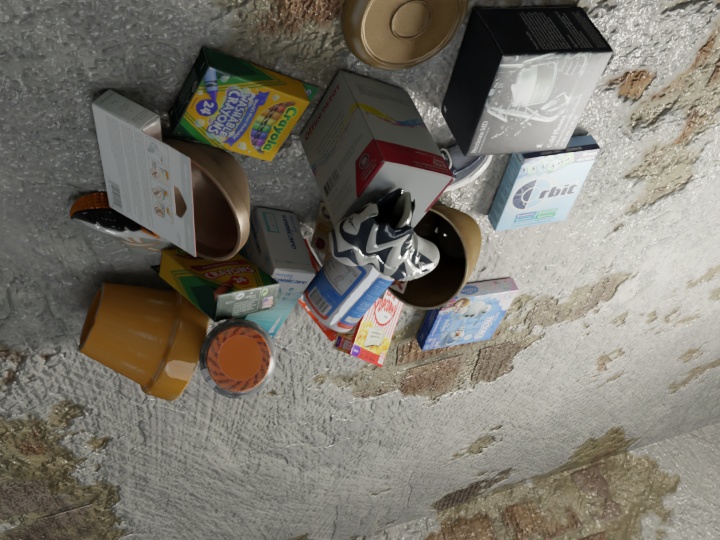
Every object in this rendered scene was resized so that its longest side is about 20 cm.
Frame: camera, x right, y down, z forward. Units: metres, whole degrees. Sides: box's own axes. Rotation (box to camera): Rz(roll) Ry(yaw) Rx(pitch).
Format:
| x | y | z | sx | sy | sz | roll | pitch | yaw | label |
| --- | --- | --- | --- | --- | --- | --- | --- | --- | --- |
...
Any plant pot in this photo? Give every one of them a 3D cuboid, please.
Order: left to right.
| x | y | z | sx | sy | sz | roll | pitch | yaw | label |
| --- | --- | --- | --- | --- | --- | --- | --- | --- | --- |
| -0.392 | 0.110 | 1.354 | 0.181 | 0.202 | 0.201 | 22 | 128 | -25 | plant pot |
| -0.235 | -0.122 | 1.160 | 0.093 | 0.199 | 0.202 | -48 | 163 | -38 | plant pot |
| 0.070 | -0.367 | 1.095 | 0.197 | 0.028 | 0.201 | -14 | 145 | -10 | plant pot |
| 0.151 | -0.047 | 1.430 | 0.187 | 0.187 | 0.199 | -47 | 170 | 32 | plant pot |

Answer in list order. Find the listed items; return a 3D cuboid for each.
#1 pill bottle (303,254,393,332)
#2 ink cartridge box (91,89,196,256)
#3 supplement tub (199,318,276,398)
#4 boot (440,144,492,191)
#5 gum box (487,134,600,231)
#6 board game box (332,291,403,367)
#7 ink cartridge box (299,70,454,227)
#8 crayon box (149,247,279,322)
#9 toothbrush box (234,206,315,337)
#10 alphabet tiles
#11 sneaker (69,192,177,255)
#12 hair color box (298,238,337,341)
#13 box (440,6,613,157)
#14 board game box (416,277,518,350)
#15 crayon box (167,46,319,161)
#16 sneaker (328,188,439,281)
| x | y | z | sx | sy | sz | roll | pitch | yaw | label |
| --- | --- | --- | --- | --- | --- | --- | --- | --- | --- |
| 0.000 | 0.000 | 1.303 | 0.112 | 0.113 | 0.200 | 21 | 119 | -44 | pill bottle |
| -0.296 | -0.135 | 1.088 | 0.044 | 0.172 | 0.201 | -51 | 162 | -38 | ink cartridge box |
| -0.199 | 0.141 | 1.226 | 0.121 | 0.124 | 0.200 | -14 | 177 | -11 | supplement tub |
| 0.133 | -0.182 | 1.332 | 0.198 | 0.073 | 0.090 | -30 | 150 | 12 | boot |
| 0.357 | -0.170 | 1.496 | 0.167 | 0.045 | 0.201 | -10 | 144 | -17 | gum box |
| 0.027 | 0.080 | 1.524 | 0.151 | 0.046 | 0.203 | 31 | 77 | -60 | board game box |
| 0.019 | -0.176 | 1.171 | 0.143 | 0.202 | 0.146 | 6 | 138 | -37 | ink cartridge box |
| -0.244 | 0.008 | 1.256 | 0.126 | 0.199 | 0.051 | -11 | 123 | -45 | crayon box |
| -0.174 | 0.011 | 1.360 | 0.084 | 0.148 | 0.201 | 7 | 137 | -34 | toothbrush box |
| 0.003 | -0.041 | 1.369 | 0.006 | 0.198 | 0.168 | -47 | 159 | -51 | alphabet tiles |
| -0.374 | -0.061 | 1.225 | 0.198 | 0.077 | 0.092 | 12 | 138 | -37 | sneaker |
| -0.081 | 0.042 | 1.483 | 0.063 | 0.112 | 0.200 | -26 | 146 | 5 | hair color box |
| 0.256 | -0.299 | 1.205 | 0.194 | 0.125 | 0.201 | -6 | 142 | -18 | box |
| 0.251 | 0.105 | 1.804 | 0.196 | 0.044 | 0.201 | -8 | 143 | -21 | board game box |
| -0.165 | -0.236 | 1.121 | 0.198 | 0.052 | 0.126 | 10 | 135 | -38 | crayon box |
| 0.064 | -0.055 | 1.107 | 0.197 | 0.080 | 0.129 | 16 | 142 | -31 | sneaker |
